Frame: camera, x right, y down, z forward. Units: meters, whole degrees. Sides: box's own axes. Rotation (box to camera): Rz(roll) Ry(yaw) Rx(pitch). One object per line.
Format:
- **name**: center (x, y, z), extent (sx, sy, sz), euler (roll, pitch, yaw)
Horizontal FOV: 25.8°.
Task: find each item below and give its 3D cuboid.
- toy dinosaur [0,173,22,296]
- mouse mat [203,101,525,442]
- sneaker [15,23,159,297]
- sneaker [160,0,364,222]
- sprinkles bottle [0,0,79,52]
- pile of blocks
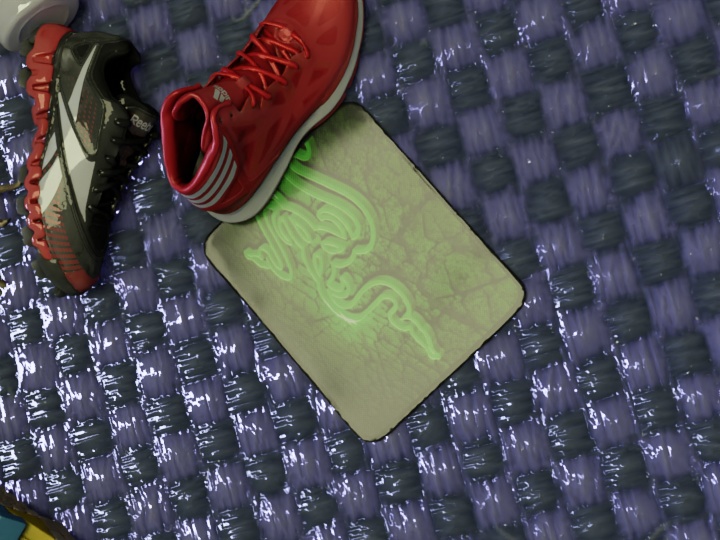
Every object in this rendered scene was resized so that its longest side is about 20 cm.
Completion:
- **toy dinosaur**: center (-0.321, -0.074, 1.181), extent (0.101, 0.058, 0.201), euler (-40, 77, 10)
- **mouse mat**: center (0.000, 0.000, 1.119), extent (0.161, 0.008, 0.200), euler (-44, 76, 8)
- **sneaker**: center (-0.195, -0.082, 1.141), extent (0.097, 0.071, 0.203), euler (-2, 84, 17)
- **sneaker**: center (-0.068, -0.130, 1.086), extent (0.078, 0.115, 0.202), euler (24, 92, 18)
- **sprinkles bottle**: center (-0.291, -0.260, 1.181), extent (0.068, 0.068, 0.201), euler (-38, 77, 9)
- **pile of blocks**: center (-0.298, 0.180, 1.144), extent (0.199, 0.082, 0.063), euler (30, 93, 14)
